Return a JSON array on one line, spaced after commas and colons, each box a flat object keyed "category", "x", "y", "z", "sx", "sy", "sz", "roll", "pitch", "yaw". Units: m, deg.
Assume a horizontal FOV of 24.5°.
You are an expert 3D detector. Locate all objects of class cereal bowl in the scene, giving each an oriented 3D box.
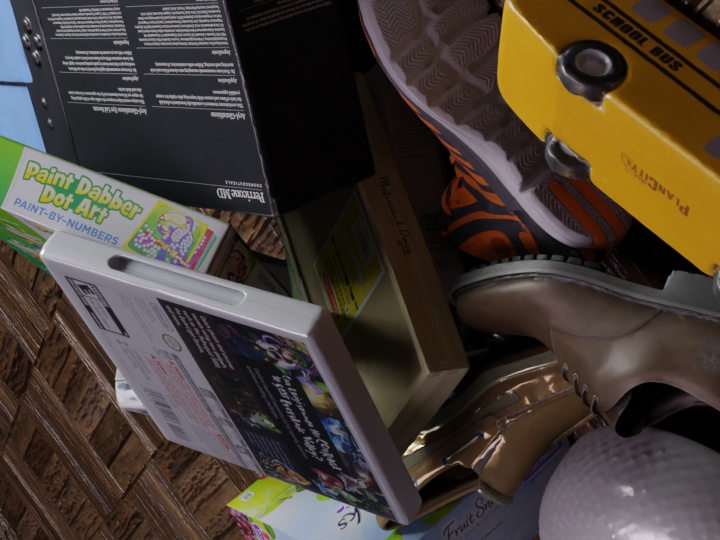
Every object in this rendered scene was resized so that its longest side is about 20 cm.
[{"category": "cereal bowl", "x": 0.182, "y": 0.186, "z": 0.958, "sx": 0.200, "sy": 0.083, "sz": 0.200, "roll": 33, "pitch": 153, "yaw": 19}]

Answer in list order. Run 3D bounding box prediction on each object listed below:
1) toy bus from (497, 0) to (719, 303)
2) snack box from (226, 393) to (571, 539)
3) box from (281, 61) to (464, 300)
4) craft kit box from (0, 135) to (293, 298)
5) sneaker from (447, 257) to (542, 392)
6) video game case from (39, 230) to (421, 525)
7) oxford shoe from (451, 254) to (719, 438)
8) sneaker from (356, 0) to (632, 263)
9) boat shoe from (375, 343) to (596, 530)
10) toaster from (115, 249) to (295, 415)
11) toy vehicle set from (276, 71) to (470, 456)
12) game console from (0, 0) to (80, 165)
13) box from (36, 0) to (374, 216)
[{"category": "toy bus", "x": 0.147, "y": -0.063, "z": 0.760, "sx": 0.200, "sy": 0.078, "sz": 0.065, "roll": 42, "pitch": 151, "yaw": 27}, {"category": "snack box", "x": 0.029, "y": 0.154, "z": 1.135, "sx": 0.200, "sy": 0.169, "sz": 0.068, "roll": 11, "pitch": 134, "yaw": 55}, {"category": "box", "x": -0.001, "y": -0.035, "z": 1.051, "sx": 0.200, "sy": 0.036, "sz": 0.145, "roll": -26, "pitch": 72, "yaw": 63}, {"category": "craft kit box", "x": -0.141, "y": -0.011, "z": 1.008, "sx": 0.200, "sy": 0.049, "sz": 0.198, "roll": 21, "pitch": 165, "yaw": 20}, {"category": "sneaker", "x": 0.063, "y": 0.056, "z": 1.074, "sx": 0.091, "sy": 0.066, "sz": 0.200, "roll": 56, "pitch": 154, "yaw": 5}, {"category": "video game case", "x": -0.069, "y": 0.063, "z": 0.936, "sx": 0.182, "sy": 0.023, "sz": 0.200, "roll": 16, "pitch": 150, "yaw": 29}, {"category": "oxford shoe", "x": 0.123, "y": 0.039, "z": 0.859, "sx": 0.200, "sy": 0.085, "sz": 0.073, "roll": 10, "pitch": 172, "yaw": 43}, {"category": "sneaker", "x": 0.056, "y": -0.072, "z": 0.916, "sx": 0.200, "sy": 0.078, "sz": 0.112, "roll": 53, "pitch": 154, "yaw": 6}, {"category": "boat shoe", "x": 0.084, "y": 0.106, "z": 1.000, "sx": 0.200, "sy": 0.072, "sz": 0.076, "roll": -32, "pitch": 50, "yaw": 36}, {"category": "toaster", "x": -0.091, "y": 0.047, "z": 1.173, "sx": 0.200, "sy": 0.129, "sz": 0.114, "roll": 16, "pitch": 169, "yaw": -26}, {"category": "toy vehicle set", "x": 0.000, "y": 0.000, "z": 0.982, "sx": 0.124, "sy": 0.026, "sz": 0.200, "roll": 122, "pitch": 134, "yaw": -54}, {"category": "game console", "x": -0.234, "y": -0.131, "z": 1.114, "sx": 0.200, "sy": 0.031, "sz": 0.177, "roll": 13, "pitch": 116, "yaw": 58}, {"category": "box", "x": -0.095, "y": -0.114, "z": 0.952, "sx": 0.200, "sy": 0.079, "sz": 0.141, "roll": 10, "pitch": 115, "yaw": 50}]
